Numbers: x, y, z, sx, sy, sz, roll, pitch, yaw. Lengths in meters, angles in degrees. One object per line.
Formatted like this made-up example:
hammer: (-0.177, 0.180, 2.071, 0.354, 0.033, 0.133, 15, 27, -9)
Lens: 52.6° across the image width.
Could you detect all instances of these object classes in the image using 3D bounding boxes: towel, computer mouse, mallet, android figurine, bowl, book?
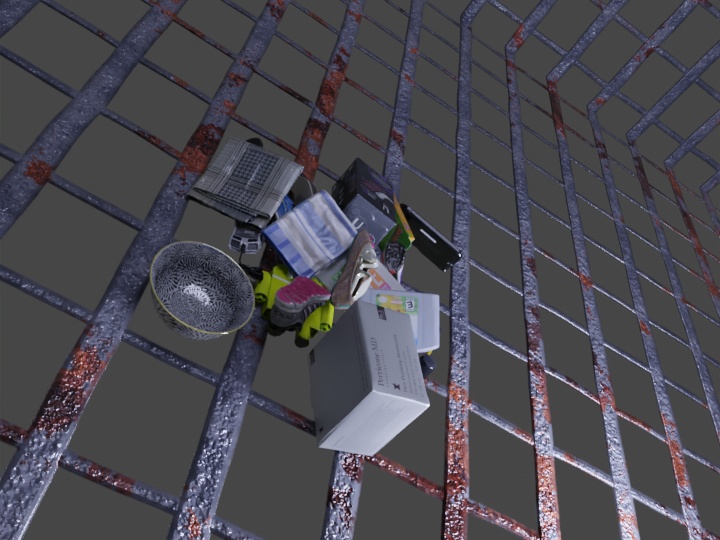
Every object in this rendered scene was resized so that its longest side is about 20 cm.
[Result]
towel: (-0.100, -0.075, 1.550, 0.199, 0.024, 0.148, -37, 89, -36)
computer mouse: (-0.235, -0.055, 1.510, 0.107, 0.044, 0.202, 10, 41, 0)
mallet: (0.158, 0.175, 1.623, 0.041, 0.066, 0.200, 43, 37, -3)
android figurine: (-0.136, 0.060, 1.497, 0.180, 0.041, 0.202, 27, 41, -19)
bowl: (-0.298, 0.054, 1.312, 0.198, 0.094, 0.203, 23, 41, -22)
towel: (-0.245, -0.192, 1.559, 0.190, 0.035, 0.202, 24, 58, 7)
book: (0.009, 0.045, 1.604, 0.133, 0.048, 0.200, -41, 83, -22)

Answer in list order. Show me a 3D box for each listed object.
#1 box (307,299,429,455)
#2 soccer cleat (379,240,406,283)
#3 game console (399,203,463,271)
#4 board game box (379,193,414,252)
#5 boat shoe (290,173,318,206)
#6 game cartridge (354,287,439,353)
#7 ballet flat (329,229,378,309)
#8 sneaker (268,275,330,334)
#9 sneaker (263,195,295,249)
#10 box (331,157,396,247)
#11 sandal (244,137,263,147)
box: (0.007, 0.201, 1.351, 0.129, 0.200, 0.201, 17, 43, -29)
soccer cleat: (0.059, 0.030, 1.685, 0.067, 0.073, 0.203, 18, 59, -4)
game console: (0.181, -0.108, 1.887, 0.199, 0.176, 0.117, 39, 65, -2)
board game box: (0.071, -0.114, 1.805, 0.030, 0.096, 0.202, 8, 48, -37)
boat shoe: (-0.126, -0.182, 1.686, 0.056, 0.067, 0.201, 22, 19, -33)
game cartridge: (0.073, 0.110, 1.554, 0.196, 0.041, 0.136, 4, 75, -9)
ballet flat: (0.000, 0.000, 1.536, 0.068, 0.066, 0.202, 59, 45, -48)
sneaker: (-0.124, 0.071, 1.419, 0.073, 0.088, 0.200, 32, 17, 11)
sneaker: (-0.177, -0.126, 1.612, 0.088, 0.079, 0.202, 8, 48, -32)
box: (0.005, -0.155, 1.715, 0.121, 0.106, 0.201, 35, 25, -20)
sandal: (-0.257, -0.220, 1.643, 0.045, 0.074, 0.202, 67, 26, -44)
